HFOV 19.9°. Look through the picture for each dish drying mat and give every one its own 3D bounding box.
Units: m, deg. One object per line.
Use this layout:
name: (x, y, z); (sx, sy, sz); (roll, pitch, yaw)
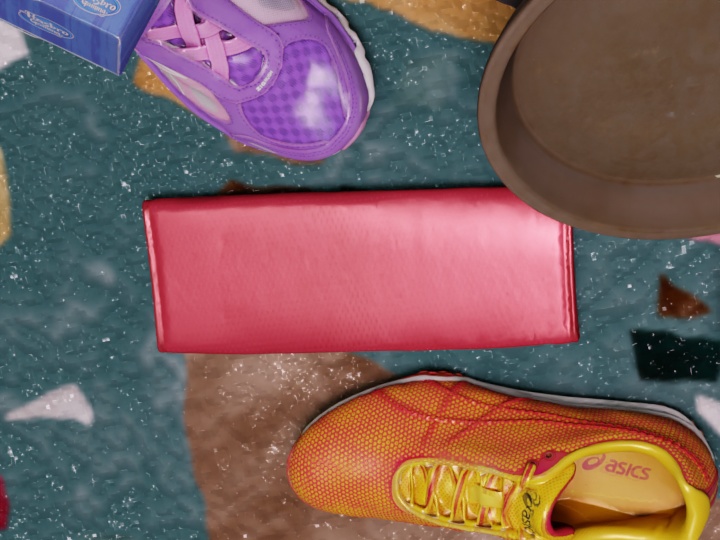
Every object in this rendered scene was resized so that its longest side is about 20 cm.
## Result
dish drying mat: (0.000, 0.000, 0.950); (0.200, 0.018, 0.077); (-2, 106, 11)

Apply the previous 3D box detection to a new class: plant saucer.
plant saucer: (0.145, -0.085, 0.842); (0.200, 0.029, 0.200); (-6, 142, -5)

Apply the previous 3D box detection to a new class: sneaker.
sneaker: (-0.083, -0.116, 0.890); (0.200, 0.088, 0.080); (41, 108, -6)
sneaker: (0.062, 0.090, 0.937); (0.200, 0.077, 0.073); (-2, 109, 12)

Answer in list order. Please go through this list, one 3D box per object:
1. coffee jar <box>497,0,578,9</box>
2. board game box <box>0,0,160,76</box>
coffee jar: (0.060, -0.205, 0.797); (0.085, 0.104, 0.200); (-11, 132, 10)
board game box: (-0.142, -0.210, 0.837); (0.200, 0.043, 0.199); (25, 71, 1)
